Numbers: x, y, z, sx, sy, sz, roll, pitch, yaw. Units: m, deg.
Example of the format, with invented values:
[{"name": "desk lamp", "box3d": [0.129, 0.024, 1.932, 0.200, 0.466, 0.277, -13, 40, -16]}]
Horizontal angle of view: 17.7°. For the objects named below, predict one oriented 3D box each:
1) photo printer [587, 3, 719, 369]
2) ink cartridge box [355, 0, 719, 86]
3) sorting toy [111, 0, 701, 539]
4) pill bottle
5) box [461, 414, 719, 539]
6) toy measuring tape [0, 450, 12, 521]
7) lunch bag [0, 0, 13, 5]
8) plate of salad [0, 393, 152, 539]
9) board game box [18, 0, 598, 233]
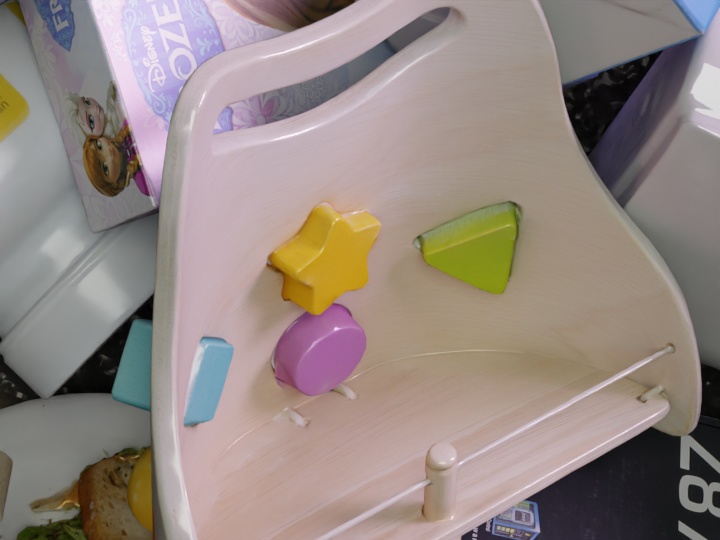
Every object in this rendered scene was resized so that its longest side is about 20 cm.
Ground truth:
[{"name": "photo printer", "box3d": [0.176, -0.007, 0.764, 0.199, 0.167, 0.070, 20, 66, -5]}, {"name": "ink cartridge box", "box3d": [0.091, -0.149, 0.753, 0.067, 0.116, 0.201, 47, 55, -20]}, {"name": "sorting toy", "box3d": [0.000, 0.000, 0.695, 0.199, 0.107, 0.181, -26, 133, -27]}, {"name": "pill bottle", "box3d": [-0.145, -0.056, 0.759, 0.112, 0.112, 0.200, -44, 93, -4]}, {"name": "box", "box3d": [0.097, 0.134, 0.754, 0.160, 0.049, 0.201, 16, 47, -5]}, {"name": "toy measuring tape", "box3d": [-0.183, 0.105, 0.756, 0.199, 0.073, 0.074, -16, 91, 24]}, {"name": "lunch bag", "box3d": [-0.146, -0.172, 0.645, 0.075, 0.160, 0.201, -33, 86, -37]}, {"name": "plate of salad", "box3d": [-0.106, 0.133, 0.755, 0.198, 0.048, 0.202, -7, 68, 17]}, {"name": "board game box", "box3d": [-0.030, -0.134, 0.757, 0.199, 0.041, 0.202, -20, 92, -38]}]
